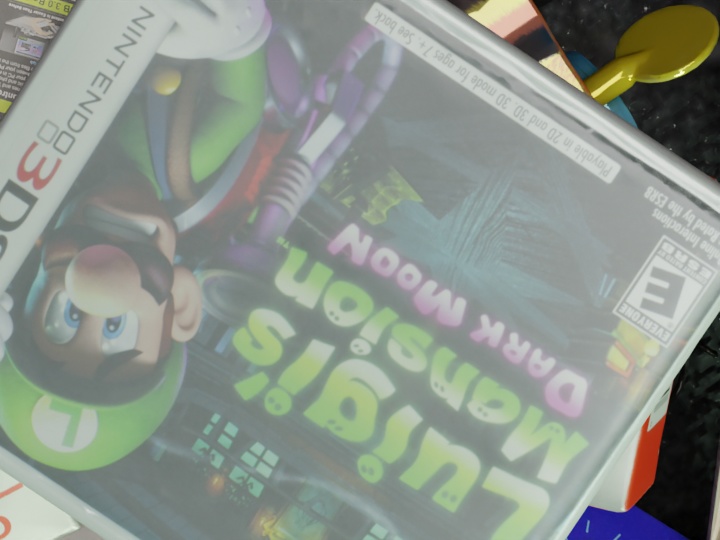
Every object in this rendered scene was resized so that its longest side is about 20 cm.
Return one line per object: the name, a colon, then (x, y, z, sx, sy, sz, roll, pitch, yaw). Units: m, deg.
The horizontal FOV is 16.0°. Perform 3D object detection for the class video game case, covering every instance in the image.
video game case: (-0.015, 0.007, 0.725, 0.199, 0.023, 0.182, 34, 97, -1)

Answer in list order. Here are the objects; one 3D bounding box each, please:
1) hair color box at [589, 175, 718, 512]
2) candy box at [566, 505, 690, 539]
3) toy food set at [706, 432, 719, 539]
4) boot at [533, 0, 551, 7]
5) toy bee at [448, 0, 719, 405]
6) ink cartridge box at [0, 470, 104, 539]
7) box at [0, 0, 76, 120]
hair color box: (0.000, 0.000, 0.784, 0.199, 0.061, 0.102, 14, 98, 13)
candy box: (0.039, 0.146, 0.826, 0.199, 0.077, 0.169, 33, 57, -3)
toy food set: (0.189, 0.045, 0.796, 0.143, 0.060, 0.201, 6, 98, -5)
boot: (0.098, -0.181, 0.838, 0.079, 0.158, 0.212, 36, 84, -8)
toy bee: (0.076, -0.033, 0.837, 0.200, 0.109, 0.131, 35, 90, -20)
ink cartridge box: (-0.163, 0.046, 0.809, 0.116, 0.068, 0.201, -26, 109, 3)
box: (-0.110, -0.074, 0.858, 0.199, 0.044, 0.161, 15, 88, -10)
